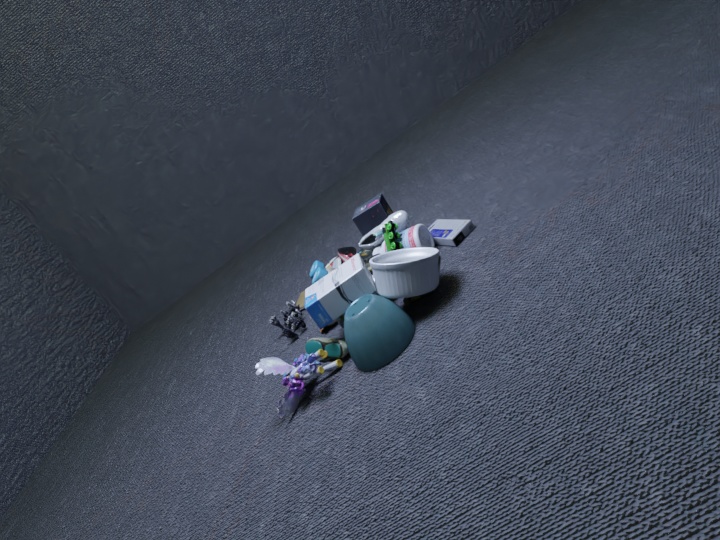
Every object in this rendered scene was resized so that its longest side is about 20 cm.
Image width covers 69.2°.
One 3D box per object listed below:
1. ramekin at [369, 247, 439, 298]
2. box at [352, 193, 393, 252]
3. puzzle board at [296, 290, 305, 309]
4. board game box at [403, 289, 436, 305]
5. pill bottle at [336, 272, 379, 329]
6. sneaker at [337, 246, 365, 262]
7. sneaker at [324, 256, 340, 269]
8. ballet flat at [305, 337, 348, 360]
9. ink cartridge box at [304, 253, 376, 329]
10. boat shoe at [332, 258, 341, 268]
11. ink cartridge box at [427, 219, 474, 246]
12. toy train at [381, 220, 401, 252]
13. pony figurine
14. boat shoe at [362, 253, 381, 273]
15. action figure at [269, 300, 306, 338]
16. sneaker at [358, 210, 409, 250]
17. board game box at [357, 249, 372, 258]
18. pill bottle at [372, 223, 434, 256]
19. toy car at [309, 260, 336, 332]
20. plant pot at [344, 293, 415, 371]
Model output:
[{"bbox_3d":[0.126,0.005,1.443,0.194,0.101,0.201,-9,12,2],"label":"ramekin"},{"bbox_3d":[0.074,-0.149,1.871,0.120,0.202,0.107,-28,18,19],"label":"box"},{"bbox_3d":[-0.173,0.088,2.054,0.197,0.018,0.152,-29,20,22],"label":"puzzle board"},{"bbox_3d":[0.186,0.022,1.571,0.103,0.024,0.202,-30,21,26],"label":"board game box"},{"bbox_3d":[0.005,0.085,1.609,0.198,0.112,0.111,-37,19,1],"label":"pill bottle"},{"bbox_3d":[-0.036,-0.021,1.908,0.072,0.089,0.200,-9,29,-21],"label":"sneaker"},{"bbox_3d":[-0.103,0.012,1.959,0.083,0.078,0.202,-9,37,45],"label":"sneaker"},{"bbox_3d":[-0.089,0.231,1.553,0.061,0.070,0.197,-15,7,-39],"label":"ballet flat"},{"bbox_3d":[-0.059,0.056,1.499,0.197,0.085,0.145,-34,18,6],"label":"ink cartridge box"},{"bbox_3d":[-0.111,0.041,1.865,0.071,0.069,0.206,109,171,-58],"label":"boat shoe"},{"bbox_3d":[0.281,-0.126,1.714,0.094,0.037,0.199,-43,23,-14],"label":"ink cartridge box"},{"bbox_3d":[0.106,-0.055,1.656,0.041,0.207,0.056,-5,-10,-41],"label":"toy train"},{"bbox_3d":[-0.172,0.293,1.446,0.197,0.170,0.192,-31,-12,25],"label":"pony figurine"},{"bbox_3d":[0.000,0.000,1.664,0.195,0.065,0.074,-18,-34,-29],"label":"boat shoe"},{"bbox_3d":[-0.262,0.172,1.900,0.120,0.102,0.200,-50,22,-3],"label":"action figure"},{"bbox_3d":[0.078,-0.129,1.764,0.198,0.076,0.088,-36,-7,18],"label":"sneaker"},{"bbox_3d":[0.035,-0.068,2.020,0.199,0.028,0.135,-44,20,-13],"label":"board game box"},{"bbox_3d":[0.138,-0.069,1.722,0.197,0.110,0.110,-23,23,36],"label":"pill bottle"},{"bbox_3d":[-0.103,0.104,1.742,0.205,0.180,0.177,-64,16,8],"label":"toy car"},{"bbox_3d":[0.031,0.145,1.399,0.197,0.136,0.201,-32,20,13],"label":"plant pot"}]
